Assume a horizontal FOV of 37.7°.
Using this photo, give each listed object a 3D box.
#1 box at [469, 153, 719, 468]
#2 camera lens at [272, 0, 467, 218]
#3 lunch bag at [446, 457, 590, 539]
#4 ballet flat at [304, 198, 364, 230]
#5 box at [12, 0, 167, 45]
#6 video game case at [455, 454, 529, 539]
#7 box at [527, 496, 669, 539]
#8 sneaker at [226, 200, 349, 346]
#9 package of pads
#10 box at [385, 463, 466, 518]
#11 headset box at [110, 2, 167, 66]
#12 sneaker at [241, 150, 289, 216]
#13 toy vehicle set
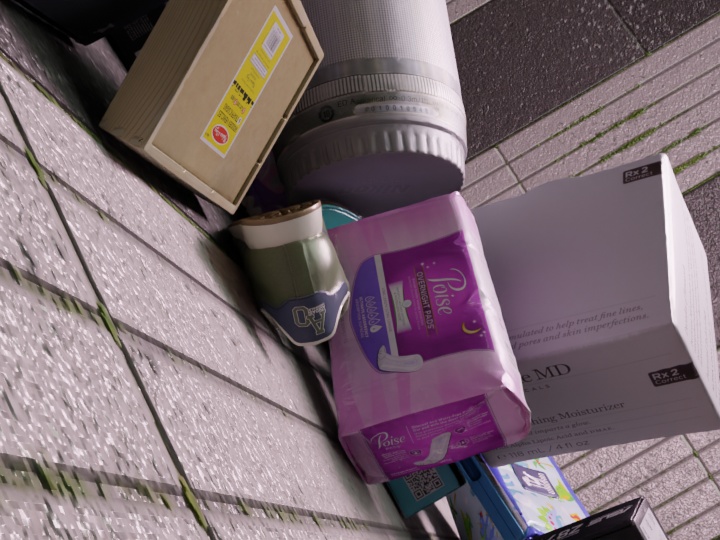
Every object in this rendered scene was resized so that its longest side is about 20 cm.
[{"bbox_3d":[0.177,0.034,0.868,0.131,0.199,0.200,55,33,-34],"label":"box"},{"bbox_3d":[0.001,-0.155,0.872,0.160,0.160,0.200,55,26,-67],"label":"camera lens"},{"bbox_3d":[0.153,0.248,1.021,0.200,0.127,0.170,58,2,-38],"label":"lunch bag"},{"bbox_3d":[0.000,0.000,0.883,0.200,0.073,0.073,34,18,-39],"label":"ballet flat"},{"bbox_3d":[-0.161,-0.229,0.509,0.200,0.104,0.148,59,1,-2],"label":"box"},{"bbox_3d":[0.072,0.129,0.847,0.200,0.018,0.143,57,2,15],"label":"video game case"},{"bbox_3d":[0.184,0.285,0.775,0.200,0.161,0.049,61,30,0],"label":"box"},{"bbox_3d":[-0.046,0.003,0.704,0.200,0.067,0.090,-152,-132,-83],"label":"sneaker"},{"bbox_3d":[0.039,0.040,0.735,0.200,0.120,0.076,-99,168,-45],"label":"package of pads"},{"bbox_3d":[0.048,0.155,0.883,0.082,0.049,0.200,60,2,12],"label":"box"},{"bbox_3d":[-0.139,-0.186,0.811,0.149,0.075,0.200,59,2,-21],"label":"headset box"},{"bbox_3d":[-0.065,-0.097,0.956,0.080,0.088,0.200,30,22,-43],"label":"sneaker"},{"bbox_3d":[-0.075,-0.107,0.604,0.027,0.124,0.200,29,-3,8],"label":"toy vehicle set"}]
